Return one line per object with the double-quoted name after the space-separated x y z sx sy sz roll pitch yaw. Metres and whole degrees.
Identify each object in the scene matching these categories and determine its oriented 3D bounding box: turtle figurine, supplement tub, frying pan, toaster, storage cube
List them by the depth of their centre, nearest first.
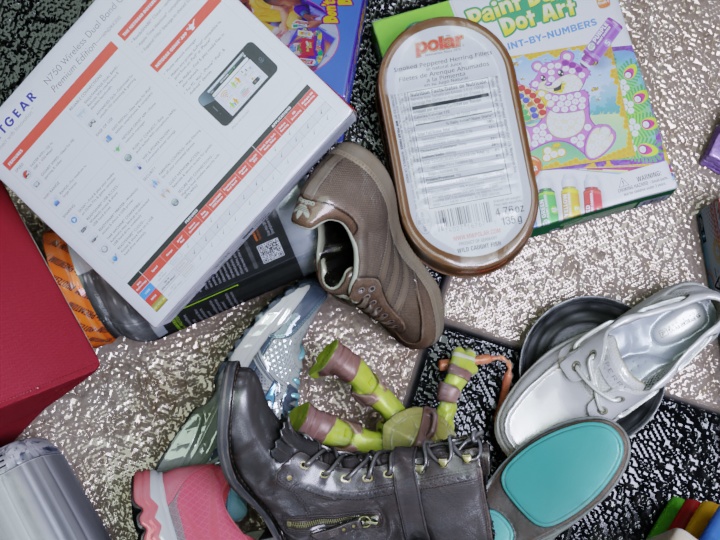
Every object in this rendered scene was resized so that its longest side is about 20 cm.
-0.326 0.052 0.867 0.171 0.179 0.201 -38 79 40 "storage cube"
-0.264 0.210 0.905 0.199 0.114 0.130 -30 83 0 "toaster"
0.026 0.133 0.917 0.160 0.064 0.201 29 87 -16 "turtle figurine"
-0.129 -0.024 0.935 0.199 0.123 0.123 -23 82 -4 "supplement tub"
0.185 0.115 0.956 0.114 0.031 0.192 -9 85 1 "frying pan"

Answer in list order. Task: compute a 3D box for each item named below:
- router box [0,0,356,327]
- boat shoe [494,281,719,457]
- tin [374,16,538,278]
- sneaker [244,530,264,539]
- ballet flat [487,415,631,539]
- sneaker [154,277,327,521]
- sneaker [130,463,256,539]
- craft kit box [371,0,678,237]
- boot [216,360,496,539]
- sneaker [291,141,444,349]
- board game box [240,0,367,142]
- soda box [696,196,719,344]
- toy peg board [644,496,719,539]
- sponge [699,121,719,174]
-0.132 -0.095 0.841 0.179 0.049 0.200 44 94 0 "router box"
0.184 0.072 0.914 0.199 0.069 0.071 -37 85 0 "boat shoe"
0.074 -0.096 0.946 0.111 0.042 0.202 -10 81 -5 "tin"
-0.118 0.281 0.923 0.075 0.085 0.200 37 59 16 "sneaker"
0.116 0.178 0.908 0.200 0.064 0.068 -42 70 7 "ballet flat"
-0.073 0.100 0.948 0.086 0.078 0.201 33 92 -1 "sneaker"
-0.100 0.224 0.859 0.086 0.074 0.202 -13 67 -15 "sneaker"
0.128 -0.128 0.988 0.198 0.049 0.199 -16 79 -2 "craft kit box"
0.004 0.134 0.847 0.172 0.069 0.201 -13 116 12 "boot"
0.000 0.000 0.904 0.070 0.201 0.076 22 58 41 "sneaker"
-0.066 -0.188 0.945 0.133 0.045 0.201 7 48 2 "board game box"
0.312 0.042 0.946 0.063 0.068 0.202 -7 82 -1 "soda box"
0.280 0.232 0.865 0.199 0.199 0.098 37 68 6 "toy peg board"
0.365 -0.151 0.994 0.111 0.030 0.201 27 82 4 "sponge"
